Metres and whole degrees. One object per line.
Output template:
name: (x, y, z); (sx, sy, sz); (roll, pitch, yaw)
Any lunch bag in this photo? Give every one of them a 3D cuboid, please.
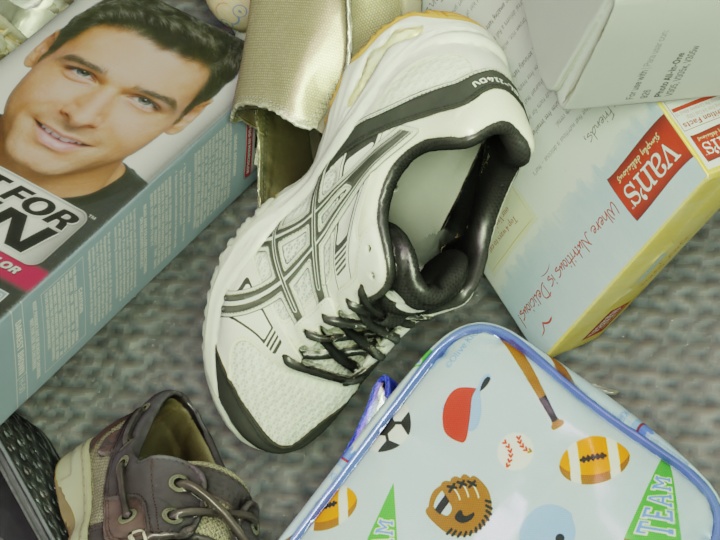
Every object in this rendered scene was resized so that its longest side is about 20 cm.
lunch bag: (0.043, 0.125, 0.875); (0.160, 0.076, 0.200); (36, 84, 25)

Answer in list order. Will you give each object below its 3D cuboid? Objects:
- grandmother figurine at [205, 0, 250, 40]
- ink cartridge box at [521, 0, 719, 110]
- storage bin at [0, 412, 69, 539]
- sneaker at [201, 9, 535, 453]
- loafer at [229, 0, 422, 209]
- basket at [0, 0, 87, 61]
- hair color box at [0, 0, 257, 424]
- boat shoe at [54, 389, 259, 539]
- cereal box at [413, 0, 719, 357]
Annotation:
grandmother figurine: (-0.100, -0.161, 0.978); (0.200, 0.121, 0.061); (35, 72, -12)
ink cartridge box: (0.156, -0.147, 0.815); (0.199, 0.084, 0.147); (-8, 68, -13)
storage bin: (-0.162, 0.157, 0.905); (0.135, 0.094, 0.200); (-34, 66, 1)
sneaker: (0.000, 0.000, 0.864); (0.201, 0.075, 0.088); (-64, 31, 25)
loafer: (-0.018, -0.084, 0.909); (0.075, 0.068, 0.201); (10, 115, 53)
basket: (-0.228, -0.130, 1.000); (0.199, 0.136, 0.124); (28, 84, 21)
hair color box: (-0.127, -0.034, 0.929); (0.099, 0.061, 0.200); (27, 48, 20)
boat shoe: (-0.071, 0.101, 0.863); (0.065, 0.072, 0.200); (-52, 23, 6)
cereal box: (0.062, -0.082, 0.897); (0.039, 0.144, 0.201); (-21, 71, -34)
